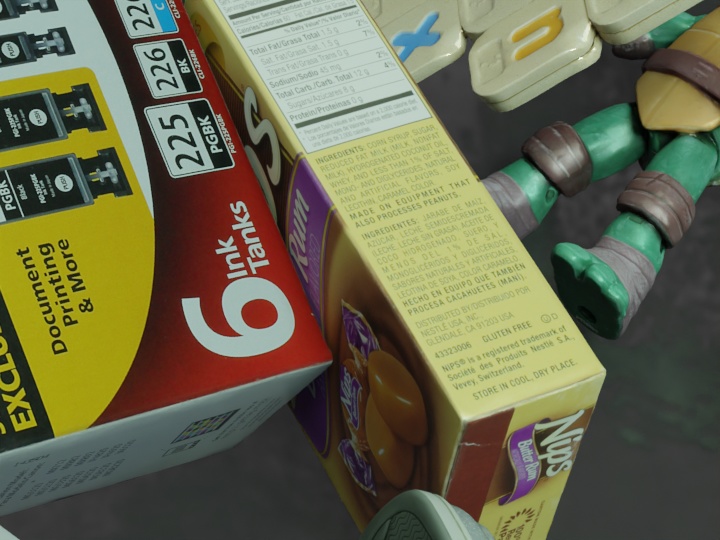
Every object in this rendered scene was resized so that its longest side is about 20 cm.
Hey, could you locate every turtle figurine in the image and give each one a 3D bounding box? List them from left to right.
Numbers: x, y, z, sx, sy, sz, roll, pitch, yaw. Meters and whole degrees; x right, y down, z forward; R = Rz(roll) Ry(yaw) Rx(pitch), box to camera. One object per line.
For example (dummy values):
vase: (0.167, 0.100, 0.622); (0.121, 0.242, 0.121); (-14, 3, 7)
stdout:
turtle figurine: (0.123, -0.072, 0.809); (0.200, 0.101, 0.149); (-47, 32, -14)

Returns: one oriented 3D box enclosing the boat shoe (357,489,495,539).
boat shoe: (0.048, 0.155, 0.628); (0.064, 0.075, 0.203); (12, 41, -40)

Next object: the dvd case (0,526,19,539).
dvd case: (-0.082, 0.167, 0.614); (0.199, 0.144, 0.018); (30, 17, 27)

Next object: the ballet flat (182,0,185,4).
ballet flat: (-0.135, -0.143, 0.873); (0.198, 0.069, 0.068); (5, 55, 2)

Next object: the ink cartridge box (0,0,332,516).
ink cartridge box: (-0.132, -0.025, 0.718); (0.175, 0.084, 0.201); (-15, 74, -34)

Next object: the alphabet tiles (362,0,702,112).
alphabet tiles: (0.078, -0.140, 0.837); (0.195, 0.015, 0.201); (-30, 35, 20)

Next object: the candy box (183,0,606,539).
candy box: (0.000, 0.000, 0.745); (0.056, 0.117, 0.201); (-17, 56, -21)
